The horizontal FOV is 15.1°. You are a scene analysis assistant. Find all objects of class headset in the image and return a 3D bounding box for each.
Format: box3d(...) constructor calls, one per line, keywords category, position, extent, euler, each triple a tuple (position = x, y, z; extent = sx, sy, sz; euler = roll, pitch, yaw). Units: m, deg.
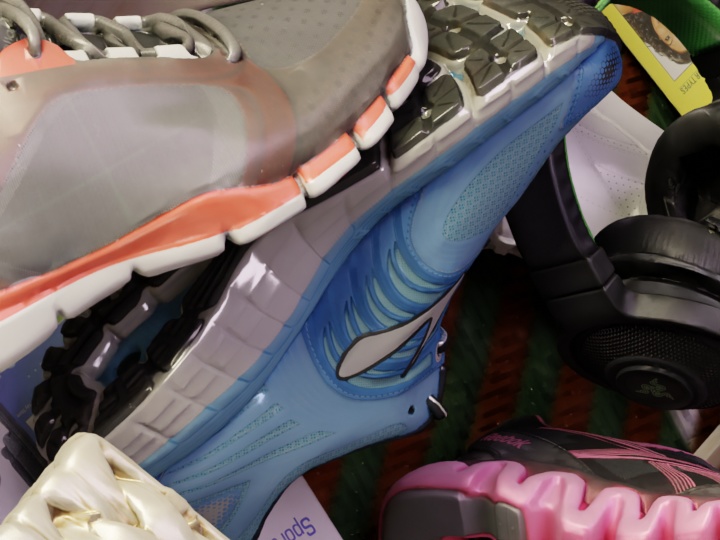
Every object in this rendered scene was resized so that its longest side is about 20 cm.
box3d(category="headset", position=(0.121, -0.006, 0.839), extent=(0.201, 0.094, 0.124), euler=(55, 50, -21))

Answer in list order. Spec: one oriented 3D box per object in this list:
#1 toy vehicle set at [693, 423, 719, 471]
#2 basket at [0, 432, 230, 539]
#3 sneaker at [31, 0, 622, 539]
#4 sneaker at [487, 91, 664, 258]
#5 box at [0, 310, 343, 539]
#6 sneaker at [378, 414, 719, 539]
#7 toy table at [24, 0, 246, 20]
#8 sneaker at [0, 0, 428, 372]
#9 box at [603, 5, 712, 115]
box3d(category="toy vehicle set", position=(0.180, 0.076, 0.925), extent=(0.200, 0.124, 0.027), euler=(-42, 137, -40))
box3d(category="basket", position=(-0.042, 0.150, 0.636), extent=(0.200, 0.136, 0.124), euler=(38, 60, -3))
box3d(category="sneaker", position=(0.000, 0.000, 0.777), extent=(0.200, 0.078, 0.090), euler=(-44, 123, 1))
box3d(category="sneaker", position=(0.050, -0.015, 0.910), extent=(0.200, 0.074, 0.115), euler=(46, 51, 6))
box3d(category="box", position=(-0.079, 0.068, 0.797), extent=(0.119, 0.041, 0.201), euler=(-31, 85, -40))
box3d(category="sneaker", position=(0.109, 0.086, 0.844), extent=(0.199, 0.080, 0.095), euler=(14, 24, 22))
box3d(category="toy table", position=(-0.087, -0.114, 0.802), extent=(0.199, 0.117, 0.184), euler=(32, 28, -20))
box3d(category="sneaker", position=(-0.069, -0.041, 0.705), extent=(0.199, 0.077, 0.082), euler=(-33, 113, -24))
box3d(category="box", position=(0.145, -0.088, 1.006), extent=(0.075, 0.050, 0.201), euler=(-29, 78, -40))
